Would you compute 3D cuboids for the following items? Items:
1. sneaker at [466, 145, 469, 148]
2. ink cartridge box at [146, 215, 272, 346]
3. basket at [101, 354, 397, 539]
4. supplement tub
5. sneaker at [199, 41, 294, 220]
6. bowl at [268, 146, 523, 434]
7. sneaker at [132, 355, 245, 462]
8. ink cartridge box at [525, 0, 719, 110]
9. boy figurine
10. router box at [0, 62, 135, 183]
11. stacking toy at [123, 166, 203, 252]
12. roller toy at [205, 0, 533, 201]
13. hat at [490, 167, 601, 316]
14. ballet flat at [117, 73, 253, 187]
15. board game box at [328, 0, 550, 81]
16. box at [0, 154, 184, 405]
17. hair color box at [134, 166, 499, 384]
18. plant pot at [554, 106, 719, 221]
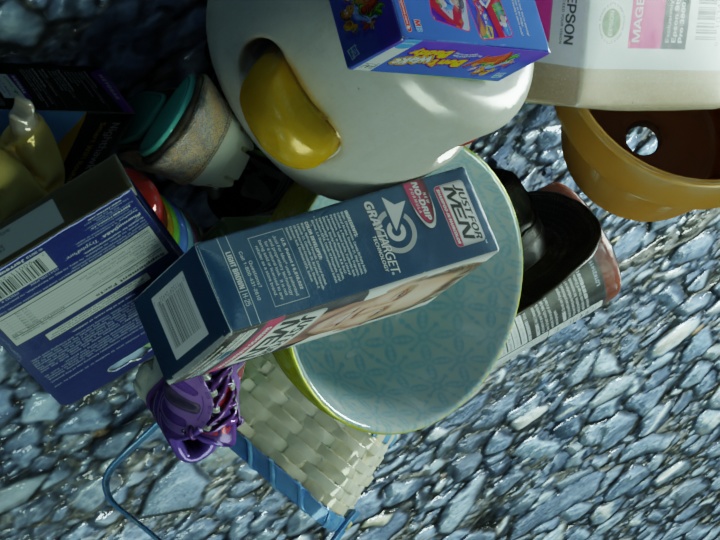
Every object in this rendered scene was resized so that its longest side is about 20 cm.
[{"bbox_3d":[0.021,-0.100,1.867,0.081,0.075,0.200,-51,157,13],"label":"sneaker"},{"bbox_3d":[-0.095,0.026,1.903,0.145,0.048,0.200,-4,152,-45],"label":"ink cartridge box"},{"bbox_3d":[-0.074,0.150,2.027,0.200,0.176,0.139,-46,170,-4],"label":"basket"},{"bbox_3d":[0.097,0.020,2.096,0.199,0.107,0.107,-29,152,-10],"label":"supplement tub"},{"bbox_3d":[-0.078,-0.089,1.762,0.083,0.071,0.200,-34,156,-15],"label":"sneaker"},{"bbox_3d":[0.000,0.000,1.778,0.199,0.107,0.201,-9,106,-35],"label":"bowl"},{"bbox_3d":[-0.100,0.074,1.821,0.080,0.084,0.200,-18,161,-17],"label":"sneaker"},{"bbox_3d":[0.173,-0.207,1.743,0.164,0.075,0.201,-5,104,-47],"label":"ink cartridge box"},{"bbox_3d":[-0.221,-0.046,1.563,0.125,0.064,0.200,-56,151,6],"label":"boy figurine"},{"bbox_3d":[-0.249,-0.042,1.664,0.149,0.051,0.200,-3,137,-46],"label":"router box"},{"bbox_3d":[-0.145,-0.023,1.713,0.085,0.086,0.200,-32,173,-6],"label":"stacking toy"},{"bbox_3d":[0.002,-0.138,1.630,0.182,0.201,0.140,22,139,-40],"label":"roller toy"},{"bbox_3d":[0.074,-0.025,1.981,0.200,0.201,0.081,-30,120,-10],"label":"hat"},{"bbox_3d":[-0.102,-0.082,1.646,0.068,0.067,0.200,-58,-166,-2],"label":"ballet flat"},{"bbox_3d":[0.027,-0.212,1.540,0.045,0.201,0.134,-26,163,39],"label":"board game box"},{"bbox_3d":[-0.165,0.011,1.605,0.121,0.032,0.200,-31,154,-1],"label":"box"},{"bbox_3d":[-0.026,0.003,1.617,0.199,0.061,0.100,-17,169,-32],"label":"hair color box"},{"bbox_3d":[0.225,-0.123,1.939,0.200,0.201,0.183,-27,167,-15],"label":"plant pot"}]
